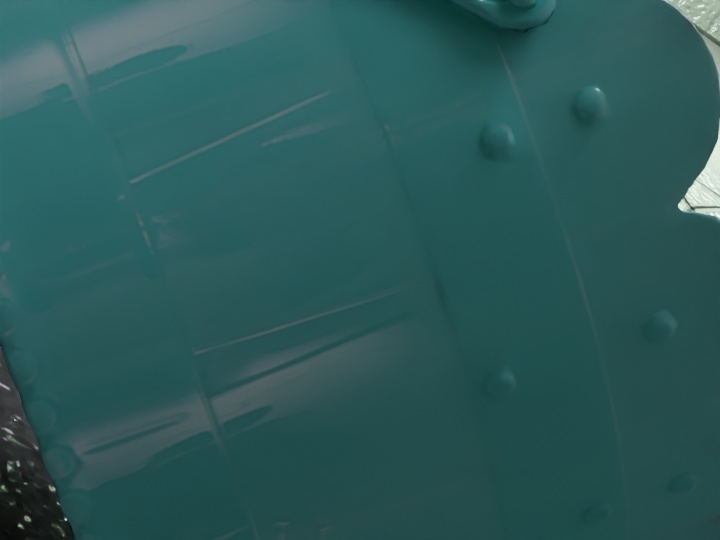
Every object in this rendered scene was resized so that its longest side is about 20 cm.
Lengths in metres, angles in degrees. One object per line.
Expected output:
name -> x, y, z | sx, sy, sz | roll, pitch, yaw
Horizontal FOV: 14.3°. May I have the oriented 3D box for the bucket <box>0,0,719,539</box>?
bucket -> -0.013, -0.015, 0.584 | 0.207, 0.135, 0.207 | 160, -90, -82
